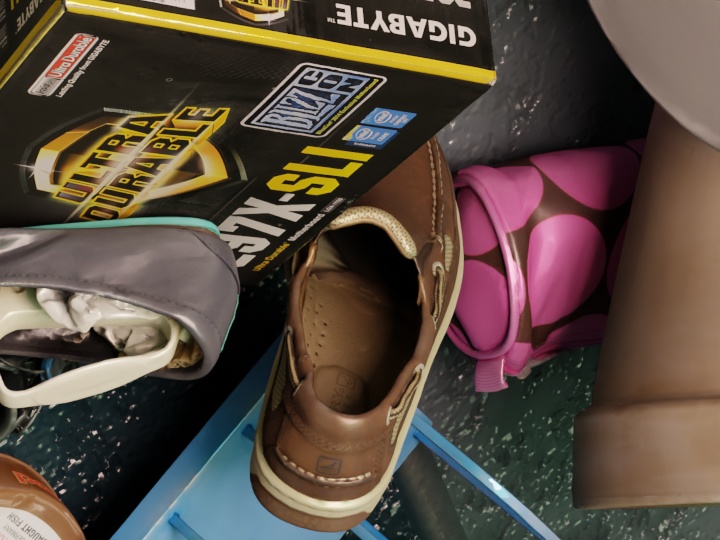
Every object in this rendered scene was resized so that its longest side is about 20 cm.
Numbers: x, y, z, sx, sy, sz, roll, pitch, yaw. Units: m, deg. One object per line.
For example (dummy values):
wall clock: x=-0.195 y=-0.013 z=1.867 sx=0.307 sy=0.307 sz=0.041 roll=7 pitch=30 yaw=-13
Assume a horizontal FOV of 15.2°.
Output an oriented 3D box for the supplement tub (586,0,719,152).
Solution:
supplement tub: x=0.186 y=-0.144 z=0.981 sx=0.200 sy=0.140 sz=0.141 roll=-37 pitch=127 yaw=-18

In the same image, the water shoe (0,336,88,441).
water shoe: x=-0.135 y=0.038 z=1.034 sx=0.199 sy=0.079 sz=0.072 roll=-25 pitch=124 yaw=-22

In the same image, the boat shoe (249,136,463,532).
boat shoe: x=0.006 y=0.001 z=1.043 sx=0.074 sy=0.203 sz=0.075 roll=11 pitch=139 yaw=-5

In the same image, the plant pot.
plant pot: x=0.181 y=0.007 z=1.077 sx=0.199 sy=0.200 sz=0.175 roll=4 pitch=82 yaw=-35

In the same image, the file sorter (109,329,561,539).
file sorter: x=-0.023 y=0.146 z=1.108 sx=0.200 sy=0.123 sz=0.139 roll=-50 pitch=151 yaw=-3

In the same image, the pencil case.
pencil case: x=0.124 y=-0.010 z=1.181 sx=0.199 sy=0.091 sz=0.094 roll=-11 pitch=83 yaw=-27

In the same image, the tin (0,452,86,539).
tin: x=-0.192 y=0.162 z=1.085 sx=0.200 sy=0.042 sz=0.112 roll=-48 pitch=125 yaw=-4

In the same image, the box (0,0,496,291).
box: x=-0.069 y=-0.056 z=0.951 sx=0.159 sy=0.200 sz=0.050 roll=6 pitch=66 yaw=-28

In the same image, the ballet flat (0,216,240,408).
ballet flat: x=-0.140 y=0.015 z=0.958 sx=0.199 sy=0.073 sz=0.074 roll=1 pitch=113 yaw=-11
